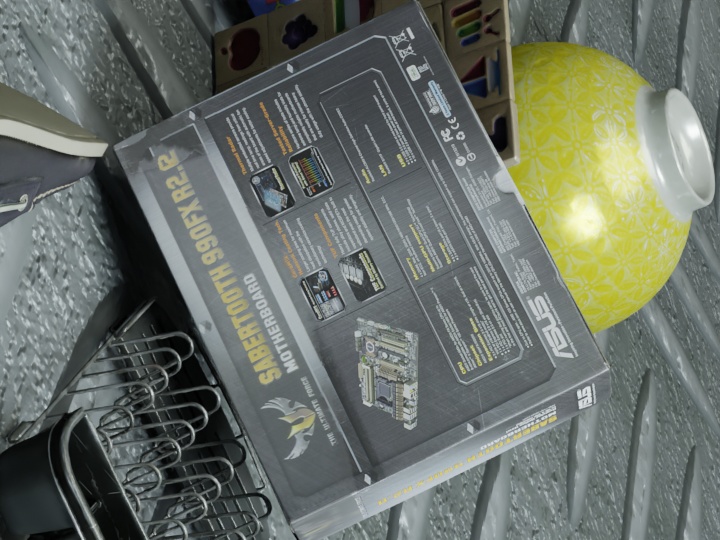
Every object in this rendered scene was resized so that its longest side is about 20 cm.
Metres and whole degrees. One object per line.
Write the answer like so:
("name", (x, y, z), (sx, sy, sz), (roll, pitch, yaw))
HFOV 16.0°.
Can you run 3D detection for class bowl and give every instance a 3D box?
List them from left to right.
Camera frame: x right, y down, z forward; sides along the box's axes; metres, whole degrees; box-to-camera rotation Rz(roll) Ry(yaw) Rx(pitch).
("bowl", (0.167, -0.067, 1.670), (0.200, 0.107, 0.201), (44, 36, -46))

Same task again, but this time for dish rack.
("dish rack", (-0.081, 0.100, 1.099), (0.154, 0.054, 0.200), (67, 25, -16))

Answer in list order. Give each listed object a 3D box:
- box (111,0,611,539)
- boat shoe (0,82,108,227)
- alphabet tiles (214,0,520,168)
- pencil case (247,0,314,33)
("box", (0.000, 0.000, 1.150), (0.200, 0.158, 0.048), (63, -2, 18))
("boat shoe", (-0.168, -0.042, 1.028), (0.063, 0.072, 0.200), (-65, 164, 11))
("alphabet tiles", (0.001, -0.057, 1.237), (0.008, 0.167, 0.201), (37, 42, -50))
("pencil case", (-0.031, -0.159, 1.343), (0.087, 0.078, 0.201), (-65, 134, -78))
